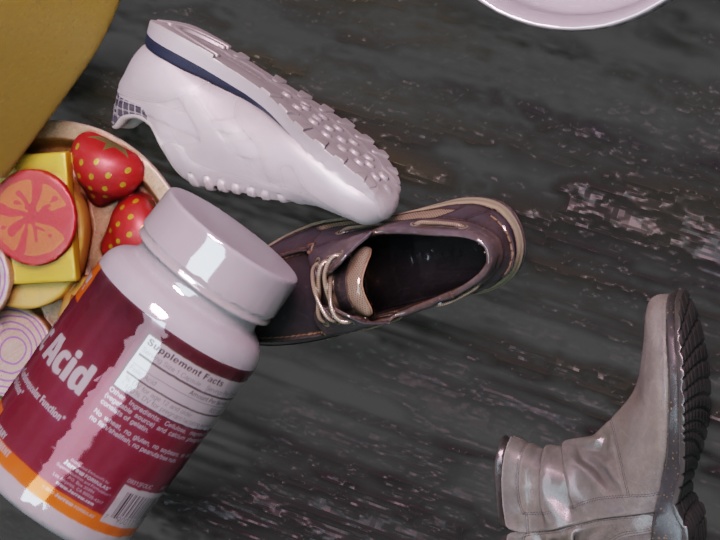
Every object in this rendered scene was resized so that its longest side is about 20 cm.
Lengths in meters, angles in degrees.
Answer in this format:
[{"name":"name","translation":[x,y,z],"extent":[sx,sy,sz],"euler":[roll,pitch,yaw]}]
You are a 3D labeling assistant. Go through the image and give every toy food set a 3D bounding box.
[{"name":"toy food set","translation":[-0.199,0.005,1.464],"extent":[0.197,0.049,0.201],"euler":[-4,96,16]}]

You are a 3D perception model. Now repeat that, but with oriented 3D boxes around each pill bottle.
[{"name":"pill bottle","translation":[-0.133,0.058,1.368],"extent":[0.114,0.114,0.200],"euler":[37,97,9]}]

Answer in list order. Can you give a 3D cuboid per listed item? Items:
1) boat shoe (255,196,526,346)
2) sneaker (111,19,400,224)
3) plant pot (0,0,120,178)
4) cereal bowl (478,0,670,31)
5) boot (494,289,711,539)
[{"name":"boat shoe","translation":[0.000,0.000,1.394],"extent":[0.199,0.073,0.075],"euler":[-18,91,17]},{"name":"sneaker","translation":[-0.064,-0.076,1.406],"extent":[0.200,0.076,0.081],"euler":[35,103,21]},{"name":"plant pot","translation":[-0.249,-0.200,1.354],"extent":[0.200,0.195,0.195],"euler":[-43,68,18]},{"name":"cereal bowl","translation":[0.131,-0.240,1.324],"extent":[0.199,0.083,0.201],"euler":[2,97,16]},{"name":"boot","translation":[0.140,0.110,1.374],"extent":[0.130,0.068,0.201],"euler":[3,96,21]}]
